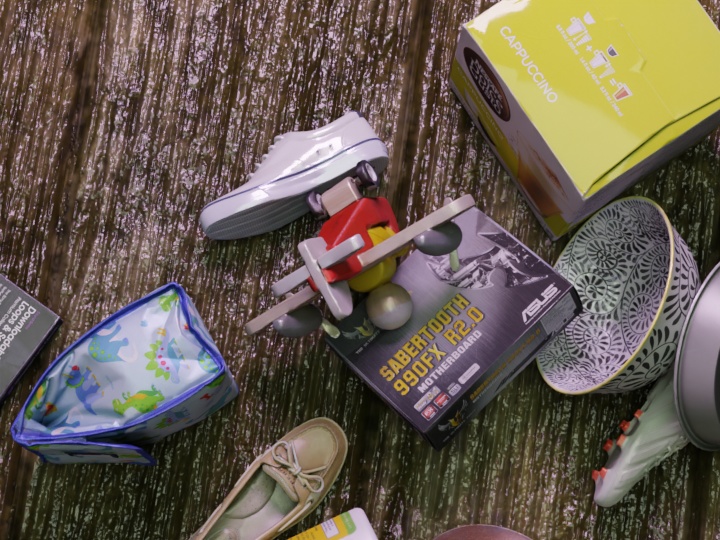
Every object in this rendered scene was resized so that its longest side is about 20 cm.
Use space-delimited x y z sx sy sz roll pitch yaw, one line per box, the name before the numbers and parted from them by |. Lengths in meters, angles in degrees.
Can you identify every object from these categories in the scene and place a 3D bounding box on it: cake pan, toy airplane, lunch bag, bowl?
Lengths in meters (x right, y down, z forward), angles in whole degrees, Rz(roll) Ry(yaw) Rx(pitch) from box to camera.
cake pan | 0.366 0.077 1.594 0.037 0.200 0.201 16 77 42
toy airplane | 0.000 0.000 1.572 0.199 0.200 0.141 -42 107 -22
lunch bag | -0.222 0.116 1.577 0.199 0.170 0.128 -29 79 -6
bowl | 0.263 0.039 1.613 0.094 0.200 0.202 25 80 -26

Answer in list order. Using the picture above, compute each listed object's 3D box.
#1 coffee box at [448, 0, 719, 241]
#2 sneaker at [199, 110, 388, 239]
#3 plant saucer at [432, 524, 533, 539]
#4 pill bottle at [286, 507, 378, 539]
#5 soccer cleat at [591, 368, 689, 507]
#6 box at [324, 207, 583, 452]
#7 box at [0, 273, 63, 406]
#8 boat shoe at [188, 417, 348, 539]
coffee box | 0.223 -0.180 1.621 0.199 0.198 0.200 -33 83 -6
sneaker | -0.072 -0.094 1.673 0.199 0.073 0.071 -24 68 -12
plant saucer | 0.122 0.333 1.557 0.199 0.034 0.201 9 108 29
pill bottle | -0.066 0.312 1.578 0.199 0.111 0.112 -24 82 -5
soccer cleat | 0.297 0.152 1.637 0.077 0.069 0.200 35 79 1
box | 0.089 0.051 1.620 0.200 0.048 0.158 -43 54 -7
box | -0.411 0.048 1.652 0.200 0.036 0.143 36 82 6
boat shoe | -0.090 0.219 1.616 0.200 0.063 0.073 -40 84 -7
